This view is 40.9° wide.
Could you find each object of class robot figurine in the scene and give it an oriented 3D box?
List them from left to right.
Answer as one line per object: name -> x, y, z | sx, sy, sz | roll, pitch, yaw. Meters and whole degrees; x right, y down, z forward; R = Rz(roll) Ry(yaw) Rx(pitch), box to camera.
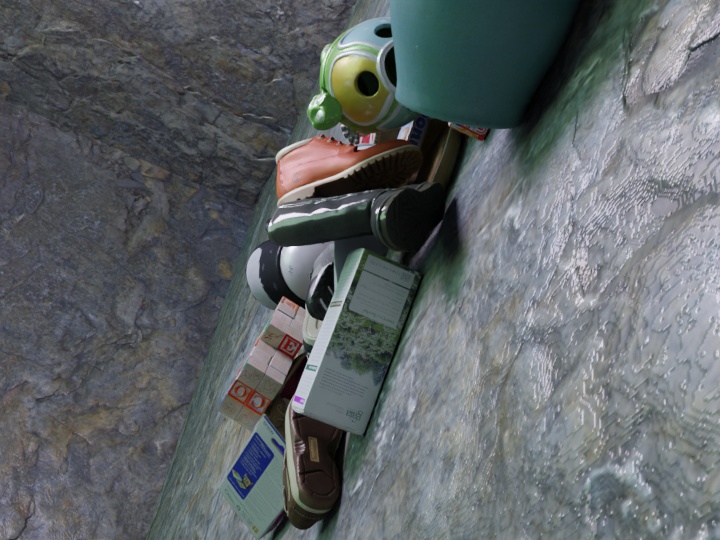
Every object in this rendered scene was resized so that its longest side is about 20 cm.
robot figurine -> -0.106, -0.001, 1.579 | 0.199, 0.150, 0.126 | -14, 45, 52

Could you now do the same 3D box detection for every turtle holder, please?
turtle holder -> 0.014, -0.243, 1.194 | 0.131, 0.184, 0.143 | -176, 83, -66

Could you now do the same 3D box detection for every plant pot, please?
plant pot -> 0.083, -0.120, 1.237 | 0.200, 0.027, 0.202 | -157, 90, -80
plant pot -> 0.116, -0.246, 0.949 | 0.200, 0.198, 0.190 | -96, 16, -68

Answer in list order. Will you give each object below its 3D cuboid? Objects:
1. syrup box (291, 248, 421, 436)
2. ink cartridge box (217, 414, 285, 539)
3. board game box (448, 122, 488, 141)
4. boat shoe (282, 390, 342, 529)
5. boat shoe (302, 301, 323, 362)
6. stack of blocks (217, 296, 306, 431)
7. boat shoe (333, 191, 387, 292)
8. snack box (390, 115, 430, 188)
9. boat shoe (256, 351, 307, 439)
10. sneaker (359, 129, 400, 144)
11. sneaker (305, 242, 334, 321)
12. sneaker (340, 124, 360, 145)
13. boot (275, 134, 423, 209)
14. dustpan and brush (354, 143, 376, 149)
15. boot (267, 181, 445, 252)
syrup box -> -0.006, 0.083, 1.128 | 0.081, 0.078, 0.202 | 171, 121, -76
ink cartridge box -> -0.123, 0.272, 1.280 | 0.037, 0.095, 0.201 | -27, -21, -41
board game box -> 0.158, -0.268, 1.113 | 0.152, 0.046, 0.201 | -91, 25, -63
boat shoe -> -0.065, 0.221, 1.163 | 0.203, 0.074, 0.075 | -86, 18, -56
boat shoe -> -0.040, 0.074, 1.343 | 0.200, 0.071, 0.068 | -72, -24, -63
stack of blocks -> -0.132, 0.129, 1.391 | 0.116, 0.058, 0.200 | -57, 4, 19
boat shoe -> 0.000, 0.000, 1.235 | 0.070, 0.070, 0.203 | -103, 16, -86
snack box -> 0.064, -0.170, 1.291 | 0.072, 0.024, 0.202 | 165, 126, -78
boat shoe -> -0.099, 0.198, 1.360 | 0.069, 0.073, 0.202 | 120, 168, -59
sneaker -> 0.048, -0.218, 1.476 | 0.113, 0.071, 0.201 | -93, 25, -58
sneaker -> -0.037, 0.015, 1.327 | 0.079, 0.074, 0.200 | -25, 17, 26
sneaker -> 0.050, -0.289, 1.563 | 0.200, 0.079, 0.089 | -45, -5, 21
boot -> -0.021, -0.141, 1.239 | 0.075, 0.198, 0.108 | 53, -158, -57
dustpan and brush -> 0.033, -0.139, 1.357 | 0.200, 0.140, 0.057 | -41, 30, -14
boot -> -0.019, -0.059, 1.103 | 0.182, 0.198, 0.073 | -22, -69, -65
